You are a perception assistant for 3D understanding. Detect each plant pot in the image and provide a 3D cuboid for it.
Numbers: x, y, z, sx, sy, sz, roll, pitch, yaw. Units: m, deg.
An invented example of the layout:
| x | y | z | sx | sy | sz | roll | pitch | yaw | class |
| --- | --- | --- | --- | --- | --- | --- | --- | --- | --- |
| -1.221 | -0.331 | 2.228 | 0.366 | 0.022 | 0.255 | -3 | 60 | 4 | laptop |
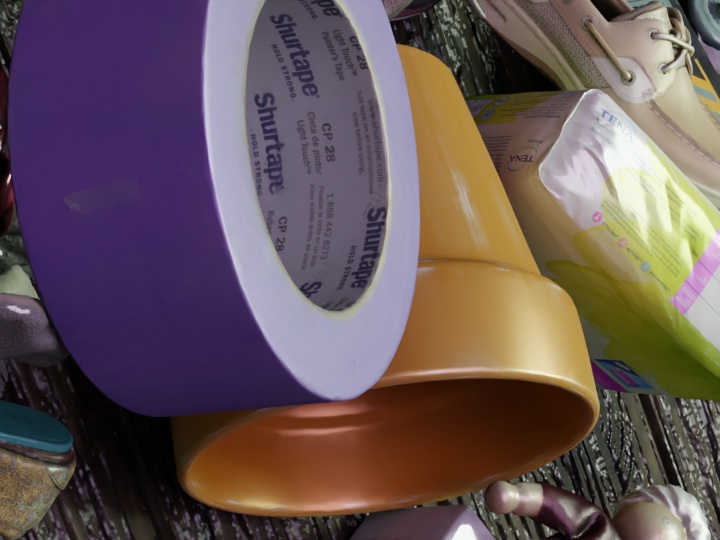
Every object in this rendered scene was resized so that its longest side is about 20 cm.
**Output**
| x | y | z | sx | sy | sz | roll | pitch | yaw | class |
| --- | --- | --- | --- | --- | --- | --- | --- | --- | --- |
| 0.000 | 0.000 | 1.069 | 0.199 | 0.200 | 0.185 | 8 | 63 | -37 | plant pot |

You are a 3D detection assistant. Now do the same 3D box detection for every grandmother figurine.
| x | y | z | sx | sy | sz | roll | pitch | yaw | class |
| --- | --- | --- | --- | --- | --- | --- | --- | --- | --- |
| 0.098 | 0.157 | 1.090 | 0.199 | 0.060 | 0.122 | -22 | 103 | -39 | grandmother figurine |

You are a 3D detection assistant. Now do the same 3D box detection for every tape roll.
| x | y | z | sx | sy | sz | roll | pitch | yaw | class |
| --- | --- | --- | --- | --- | --- | --- | --- | --- | --- |
| -0.051 | -0.045 | 0.884 | 0.200 | 0.084 | 0.202 | -6 | 90 | -66 | tape roll |

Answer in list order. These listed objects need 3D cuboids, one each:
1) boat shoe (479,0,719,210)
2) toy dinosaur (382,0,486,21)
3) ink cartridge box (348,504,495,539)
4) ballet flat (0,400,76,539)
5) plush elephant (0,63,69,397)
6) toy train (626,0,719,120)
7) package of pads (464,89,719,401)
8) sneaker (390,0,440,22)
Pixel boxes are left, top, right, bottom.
| x | y | z | sx | sy | sz | roll | pitch | yaw | class |
| --- | --- | --- | --- | --- | --- | --- | --- | --- | --- |
| 0.141 | -0.112 | 1.180 | 0.200 | 0.065 | 0.072 | 45 | 24 | 11 | boat shoe |
| -0.042 | -0.140 | 1.041 | 0.199 | 0.077 | 0.103 | 28 | 56 | -15 | toy dinosaur |
| 0.017 | 0.235 | 1.099 | 0.145 | 0.084 | 0.200 | 53 | 54 | -20 | ink cartridge box |
| -0.216 | 0.069 | 0.959 | 0.199 | 0.070 | 0.071 | 24 | 68 | -31 | ballet flat |
| -0.175 | -0.029 | 0.887 | 0.163 | 0.155 | 0.202 | -1 | 102 | 5 | plush elephant |
| 0.188 | -0.079 | 1.267 | 0.113 | 0.085 | 0.201 | -13 | 71 | -40 | toy train |
| 0.127 | -0.010 | 1.178 | 0.200 | 0.154 | 0.068 | 42 | 71 | -25 | package of pads |
| -0.003 | -0.183 | 1.131 | 0.199 | 0.115 | 0.076 | 12 | 75 | -36 | sneaker |
